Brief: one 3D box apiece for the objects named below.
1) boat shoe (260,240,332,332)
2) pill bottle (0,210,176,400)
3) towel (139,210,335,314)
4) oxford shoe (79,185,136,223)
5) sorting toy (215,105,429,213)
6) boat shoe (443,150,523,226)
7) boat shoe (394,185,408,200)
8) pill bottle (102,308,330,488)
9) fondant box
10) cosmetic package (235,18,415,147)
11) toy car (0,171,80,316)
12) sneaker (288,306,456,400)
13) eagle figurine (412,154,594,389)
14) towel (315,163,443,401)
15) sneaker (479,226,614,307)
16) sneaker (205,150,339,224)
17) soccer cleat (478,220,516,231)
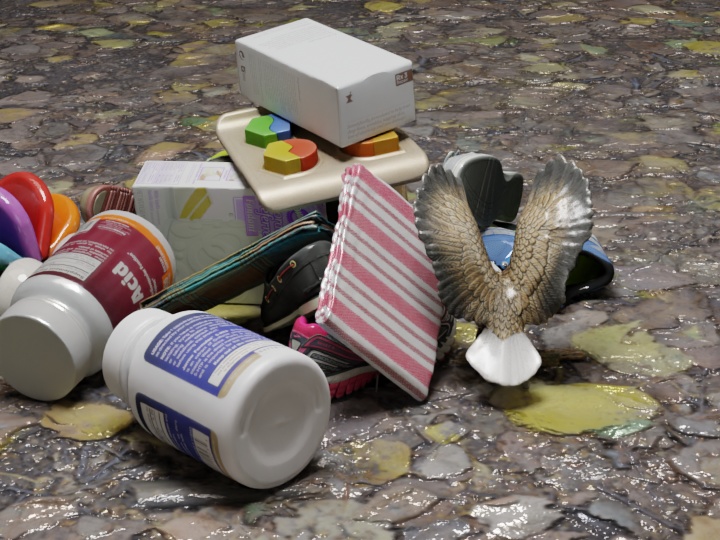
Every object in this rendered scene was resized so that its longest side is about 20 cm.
[{"bbox_3d":[-0.059,0.017,1.524,0.073,0.063,0.201,-25,-4,-20],"label":"boat shoe"},{"bbox_3d":[-0.273,0.034,1.521,0.113,0.115,0.200,6,32,20],"label":"pill bottle"},{"bbox_3d":[-0.113,0.002,1.552,0.199,0.022,0.147,-27,-10,7],"label":"towel"},{"bbox_3d":[-0.269,-0.048,1.700,0.074,0.071,0.200,17,-12,22],"label":"oxford shoe"},{"bbox_3d":[-0.044,-0.137,1.627,0.184,0.037,0.200,-13,34,-14],"label":"sorting toy"},{"bbox_3d":[0.122,-0.090,1.669,0.064,0.075,0.202,12,5,22],"label":"boat shoe"},{"bbox_3d":[0.012,-0.129,1.752,0.071,0.202,0.065,-15,-5,-14],"label":"boat shoe"},{"bbox_3d":[-0.132,0.102,1.345,0.119,0.121,0.199,-21,29,-39],"label":"pill bottle"},{"bbox_3d":[-0.135,-0.040,1.654,0.198,0.145,0.058,1,32,8],"label":"fondant box"},{"bbox_3d":[-0.039,-0.203,1.644,0.101,0.075,0.200,-22,34,-28],"label":"cosmetic package"},{"bbox_3d":[-0.375,-0.025,1.641,0.174,0.151,0.200,11,25,29],"label":"toy car"},{"bbox_3d":[0.017,0.063,1.492,0.199,0.075,0.080,-20,28,-39],"label":"sneaker"},{"bbox_3d":[0.133,0.001,1.465,0.151,0.202,0.150,-21,29,-40],"label":"eagle figurine"},{"bbox_3d":[0.023,0.010,1.460,0.030,0.146,0.201,-25,40,37],"label":"towel"},{"bbox_3d":[0.178,-0.002,1.635,0.198,0.079,0.089,-8,20,-15],"label":"sneaker"},{"bbox_3d":[-0.089,-0.086,1.696,0.198,0.075,0.081,7,9,10],"label":"sneaker"},{"bbox_3d":[0.109,-0.030,1.696,0.199,0.068,0.081,6,19,-32],"label":"soccer cleat"}]
